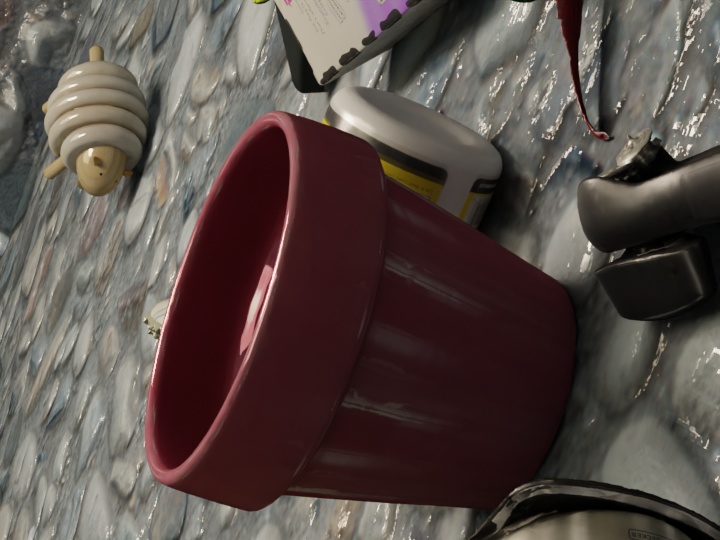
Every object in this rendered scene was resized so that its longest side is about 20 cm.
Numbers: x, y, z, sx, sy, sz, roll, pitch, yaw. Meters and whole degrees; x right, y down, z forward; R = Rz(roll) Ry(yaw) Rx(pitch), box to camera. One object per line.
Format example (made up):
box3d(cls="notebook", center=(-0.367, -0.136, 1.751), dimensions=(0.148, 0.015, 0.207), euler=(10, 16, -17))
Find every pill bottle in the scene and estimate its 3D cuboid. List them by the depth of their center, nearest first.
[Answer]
box3d(cls="pill bottle", center=(0.000, 0.000, 1.095), dimensions=(0.112, 0.111, 0.202), euler=(-122, 52, -67))

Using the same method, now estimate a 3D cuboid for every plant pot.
box3d(cls="plant pot", center=(0.005, 0.038, 0.940), dimensions=(0.200, 0.177, 0.202), euler=(-162, 90, -72))

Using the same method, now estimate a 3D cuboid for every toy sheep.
box3d(cls="toy sheep", center=(-0.314, -0.179, 2.151), dimensions=(0.138, 0.137, 0.202), euler=(-46, 47, 52))

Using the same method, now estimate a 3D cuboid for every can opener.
box3d(cls="can opener", center=(0.159, -0.036, 0.775), dimensions=(0.063, 0.079, 0.200), euler=(-37, 4, -30))

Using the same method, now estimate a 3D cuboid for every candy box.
box3d(cls="candy box", center=(-0.007, -0.244, 1.263), dimensions=(0.169, 0.071, 0.200), euler=(60, 154, 0))

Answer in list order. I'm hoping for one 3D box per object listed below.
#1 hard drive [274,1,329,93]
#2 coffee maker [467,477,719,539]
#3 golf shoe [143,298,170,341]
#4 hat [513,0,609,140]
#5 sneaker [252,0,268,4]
box3d(cls="hard drive", center=(-0.045, -0.265, 1.469), dimensions=(0.140, 0.032, 0.201), euler=(-104, 14, -49))
box3d(cls="coffee maker", center=(0.080, 0.214, 0.680), dimensions=(0.193, 0.133, 0.201), euler=(93, 178, -45))
box3d(cls="golf shoe", center=(-0.114, 0.041, 1.488), dimensions=(0.098, 0.078, 0.200), euler=(-55, 23, -4))
box3d(cls="hat", center=(0.120, -0.178, 1.067), dimensions=(0.200, 0.177, 0.166), euler=(-38, 2, -24))
box3d(cls="sneaker", center=(-0.073, -0.305, 1.617), dimensions=(0.074, 0.084, 0.200), euler=(-40, 2, -29))
